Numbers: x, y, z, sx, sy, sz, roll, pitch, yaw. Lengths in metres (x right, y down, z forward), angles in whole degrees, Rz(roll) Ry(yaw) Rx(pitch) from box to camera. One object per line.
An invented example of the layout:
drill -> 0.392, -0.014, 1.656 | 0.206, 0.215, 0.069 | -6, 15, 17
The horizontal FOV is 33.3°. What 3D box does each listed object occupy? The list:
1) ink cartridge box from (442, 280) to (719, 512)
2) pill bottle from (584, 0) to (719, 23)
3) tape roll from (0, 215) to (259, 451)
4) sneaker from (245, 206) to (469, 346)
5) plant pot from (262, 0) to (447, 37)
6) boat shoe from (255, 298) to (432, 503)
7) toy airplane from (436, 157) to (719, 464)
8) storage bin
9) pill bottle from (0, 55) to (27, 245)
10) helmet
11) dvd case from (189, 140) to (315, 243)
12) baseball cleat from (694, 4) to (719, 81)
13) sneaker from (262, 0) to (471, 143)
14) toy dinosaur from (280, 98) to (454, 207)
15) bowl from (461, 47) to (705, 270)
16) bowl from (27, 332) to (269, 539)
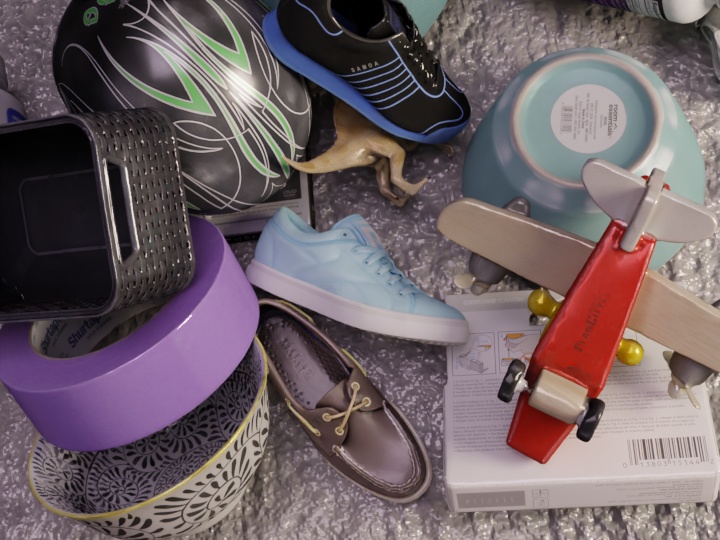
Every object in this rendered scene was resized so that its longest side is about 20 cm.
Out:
ink cartridge box -> 0.163, 0.095, 0.929 | 0.198, 0.045, 0.177 | -4, 50, 8
pill bottle -> 0.228, -0.269, 0.981 | 0.199, 0.113, 0.113 | 21, 76, 29
tape roll -> -0.181, 0.044, 0.933 | 0.198, 0.066, 0.201 | -18, 34, 13
sneaker -> 0.000, 0.000, 0.951 | 0.198, 0.074, 0.083 | 19, 95, 22
plant pot -> -0.008, -0.244, 1.007 | 0.198, 0.200, 0.136 | 9, 110, 12
boat shoe -> -0.022, 0.100, 0.948 | 0.072, 0.060, 0.200 | -40, 71, -5
toy airplane -> 0.172, 0.017, 0.867 | 0.197, 0.141, 0.202 | -20, 86, 9
storage bin -> -0.231, -0.038, 0.869 | 0.198, 0.094, 0.137 | -4, 98, 29
pill bottle -> -0.337, -0.089, 1.033 | 0.111, 0.112, 0.202 | -14, 70, 4
helmet -> -0.134, -0.142, 0.960 | 0.190, 0.200, 0.200 | 34, 80, 33
dvd case -> -0.119, -0.121, 1.055 | 0.149, 0.025, 0.202 | -7, 72, 6
baseball cleat -> 0.363, -0.162, 0.976 | 0.200, 0.070, 0.107 | 41, 88, 28
sneaker -> 0.023, -0.163, 0.928 | 0.078, 0.199, 0.071 | -32, 48, 41
toy dinosaur -> 0.012, -0.100, 0.990 | 0.101, 0.058, 0.200 | 46, 52, -1
bowl -> 0.176, -0.094, 0.951 | 0.198, 0.105, 0.203 | -3, 69, 8
bowl -> -0.143, 0.139, 0.919 | 0.199, 0.095, 0.202 | -19, 32, 13
